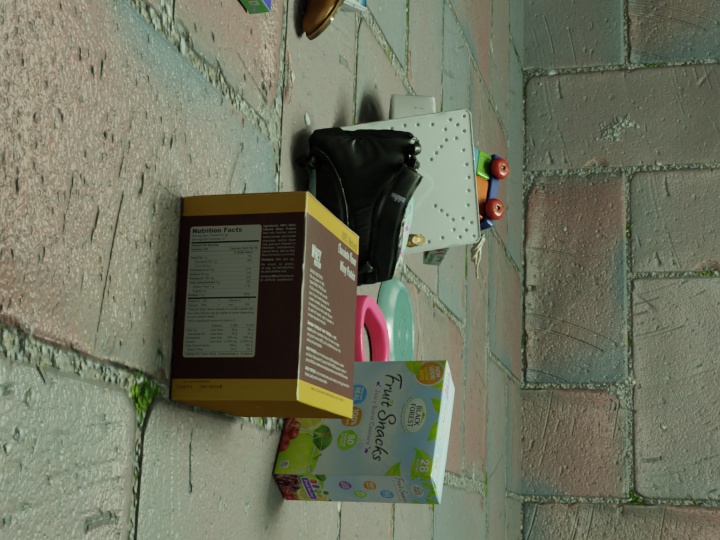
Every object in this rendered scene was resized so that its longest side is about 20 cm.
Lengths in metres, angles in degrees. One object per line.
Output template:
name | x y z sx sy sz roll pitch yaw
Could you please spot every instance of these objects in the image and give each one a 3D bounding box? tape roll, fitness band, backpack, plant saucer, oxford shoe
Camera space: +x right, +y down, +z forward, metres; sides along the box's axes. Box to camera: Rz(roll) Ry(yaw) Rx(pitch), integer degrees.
tape roll | 0.078 -0.179 1.891 0.202 0.069 0.207 -177 -90 -90
fitness band | 0.011 0.121 1.782 0.200 0.037 0.146 61 31 -62
backpack | 0.005 -0.083 1.566 0.127 0.164 0.204 -59 151 -72
plant saucer | 0.062 0.109 1.991 0.200 0.027 0.204 -1 90 -75
oxford shoe | -0.052 -0.395 1.571 0.071 0.071 0.203 31 59 -32

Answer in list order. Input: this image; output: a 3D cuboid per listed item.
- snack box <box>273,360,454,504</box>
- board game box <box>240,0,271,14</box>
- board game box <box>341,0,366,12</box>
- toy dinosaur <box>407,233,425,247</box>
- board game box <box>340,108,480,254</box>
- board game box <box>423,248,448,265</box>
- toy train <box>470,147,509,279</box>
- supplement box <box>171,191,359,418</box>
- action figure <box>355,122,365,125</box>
snack box | 0.008 0.195 1.453 0.068 0.196 0.171 72 22 -47
board game box | -0.138 -0.386 1.281 0.200 0.029 0.137 45 45 -69
board game box | -0.026 -0.479 1.695 0.126 0.034 0.204 -17 105 -74
toy dinosaur | 0.000 0.000 1.666 0.061 0.200 0.106 49 -4 -17
board game box | 0.071 -0.126 1.738 0.026 0.196 0.204 -116 -162 -70
board game box | 0.132 -0.123 1.981 0.126 0.034 0.204 105 -11 -75
toy train | 0.159 -0.101 1.862 0.114 0.084 0.203 23 66 -30
supplement box | -0.091 0.042 1.220 0.197 0.130 0.204 37 54 -71
action figure | 0.012 -0.123 1.780 0.066 0.051 0.203 -75 157 -67
